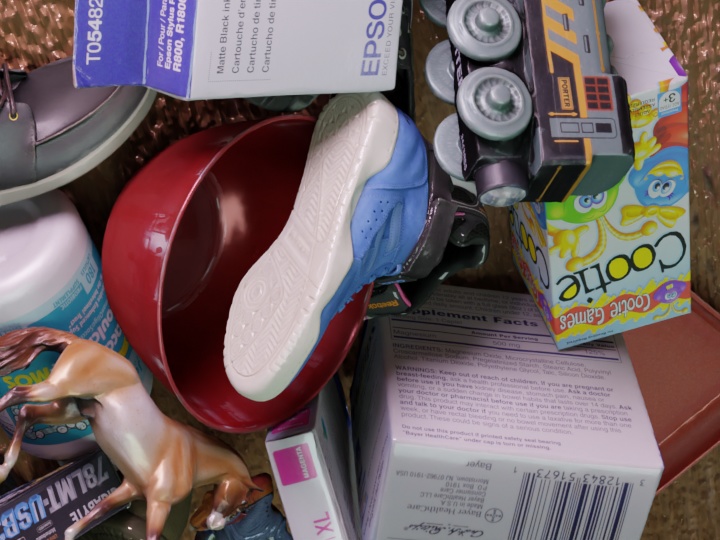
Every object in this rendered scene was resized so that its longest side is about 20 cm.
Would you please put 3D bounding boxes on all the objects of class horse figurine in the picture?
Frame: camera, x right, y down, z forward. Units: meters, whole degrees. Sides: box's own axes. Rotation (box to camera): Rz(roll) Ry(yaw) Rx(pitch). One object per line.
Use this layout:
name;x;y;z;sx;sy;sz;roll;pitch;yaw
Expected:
horse figurine;-0.158;0.103;1.111;0.200;0.133;0.050;48;149;-7

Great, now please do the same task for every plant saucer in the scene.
plant saucer;0.208;0.095;1.429;0.200;0.037;0.199;-43;129;17

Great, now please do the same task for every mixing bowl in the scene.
mixing bowl;-0.090;-0.009;1.159;0.199;0.108;0.202;-21;119;-44

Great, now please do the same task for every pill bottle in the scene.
pill bottle;-0.203;0.047;1.198;0.110;0.111;0.201;-21;132;0

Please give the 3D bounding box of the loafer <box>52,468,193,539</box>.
loafer;-0.170;0.169;1.285;0.068;0.199;0.076;-47;113;-22

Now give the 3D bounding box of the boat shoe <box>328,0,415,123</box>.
boat shoe;0.004;-0.132;1.148;0.069;0.067;0.201;-10;131;-11

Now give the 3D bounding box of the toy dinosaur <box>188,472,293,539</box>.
toy dinosaur;-0.095;0.174;1.267;0.104;0.201;0.183;-3;136;-16

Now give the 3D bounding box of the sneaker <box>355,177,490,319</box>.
sneaker;0.000;0.000;1.244;0.199;0.087;0.080;-32;130;10

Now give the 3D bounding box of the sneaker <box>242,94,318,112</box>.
sneaker;-0.093;-0.168;1.080;0.200;0.079;0.076;40;86;-37

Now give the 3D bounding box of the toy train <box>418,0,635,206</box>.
toy train;0.100;-0.132;1.102;0.113;0.202;0.085;1;157;-13

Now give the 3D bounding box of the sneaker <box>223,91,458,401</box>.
sneaker;-0.004;0.000;1.119;0.111;0.076;0.202;34;71;-42

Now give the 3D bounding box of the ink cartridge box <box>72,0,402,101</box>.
ink cartridge box;-0.059;-0.196;1.017;0.198;0.040;0.202;-7;111;-33

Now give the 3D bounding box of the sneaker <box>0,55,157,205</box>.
sneaker;-0.225;-0.099;1.092;0.199;0.075;0.107;-26;134;5

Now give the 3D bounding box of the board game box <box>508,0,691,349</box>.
board game box;0.158;-0.063;1.233;0.104;0.103;0.201;-15;132;-6

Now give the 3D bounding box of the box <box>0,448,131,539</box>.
box;-0.272;0.193;1.146;0.197;0.200;0.050;-25;93;27

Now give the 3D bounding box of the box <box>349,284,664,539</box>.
box;0.093;0.107;1.262;0.182;0.201;0.106;7;121;-7

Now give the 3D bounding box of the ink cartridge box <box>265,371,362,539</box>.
ink cartridge box;-0.027;0.132;1.254;0.042;0.200;0.120;-14;105;7

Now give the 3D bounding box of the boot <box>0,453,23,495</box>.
boot;-0.314;0.156;1.296;0.096;0.075;0.200;-13;141;22
